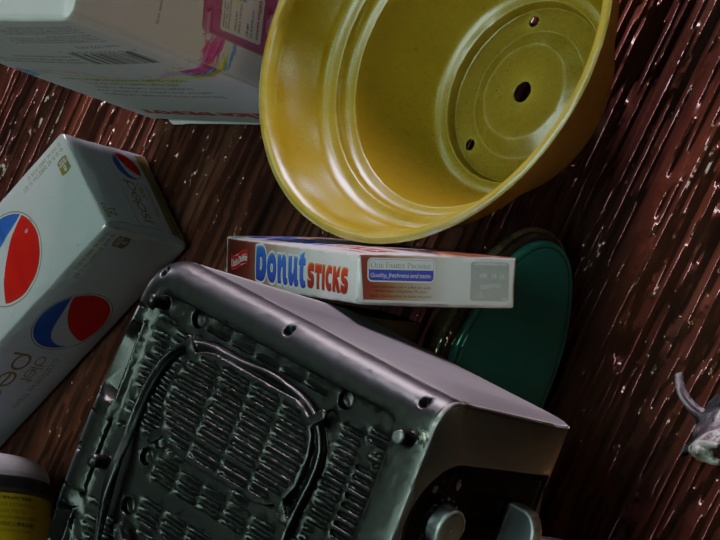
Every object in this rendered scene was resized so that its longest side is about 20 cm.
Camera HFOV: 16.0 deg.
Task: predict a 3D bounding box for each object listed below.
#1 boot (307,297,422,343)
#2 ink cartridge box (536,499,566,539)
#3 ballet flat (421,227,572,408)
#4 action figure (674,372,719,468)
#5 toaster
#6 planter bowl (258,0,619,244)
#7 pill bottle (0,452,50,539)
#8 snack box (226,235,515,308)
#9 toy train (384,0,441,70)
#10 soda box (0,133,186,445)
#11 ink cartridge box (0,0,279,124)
[{"bbox_3d":[-0.026,0.117,1.185,0.175,0.066,0.201,156,123,-78],"label":"boot"},{"bbox_3d":[0.058,0.172,1.096,0.067,0.116,0.201,4,84,41],"label":"ink cartridge box"},{"bbox_3d":[0.043,0.075,1.168,0.070,0.070,0.201,13,89,41],"label":"ballet flat"},{"bbox_3d":[0.193,0.069,1.013,0.199,0.102,0.120,3,94,39],"label":"action figure"},{"bbox_3d":[-0.034,0.108,1.031,0.199,0.118,0.182,25,96,39],"label":"toaster"},{"bbox_3d":[0.054,-0.094,1.167,0.200,0.083,0.202,-18,60,34],"label":"planter bowl"},{"bbox_3d":[-0.217,0.200,1.331,0.112,0.112,0.201,-11,74,39],"label":"pill bottle"},{"bbox_3d":[0.000,0.000,1.151,0.200,0.071,0.024,-172,83,-71],"label":"snack box"},{"bbox_3d":[0.019,-0.119,1.246,0.046,0.034,0.201,18,92,29],"label":"toy train"},{"bbox_3d":[-0.184,0.021,1.370,0.200,0.063,0.068,-46,55,25],"label":"soda box"},{"bbox_3d":[-0.112,-0.134,1.252,0.144,0.199,0.085,5,80,40],"label":"ink cartridge box"}]
